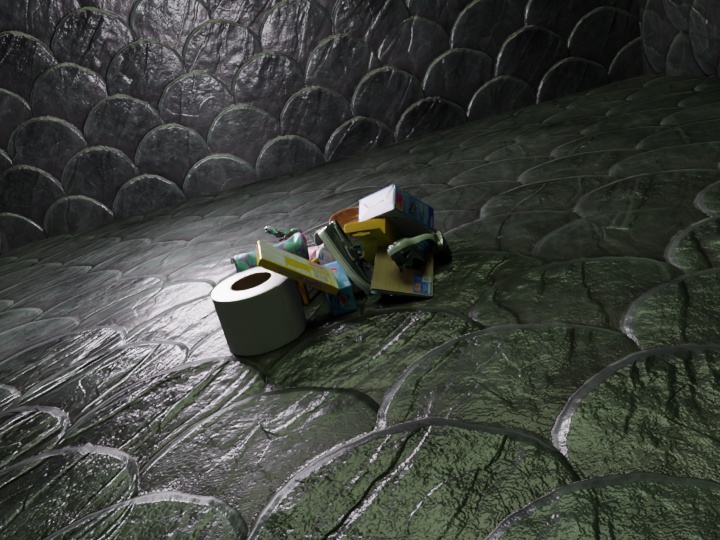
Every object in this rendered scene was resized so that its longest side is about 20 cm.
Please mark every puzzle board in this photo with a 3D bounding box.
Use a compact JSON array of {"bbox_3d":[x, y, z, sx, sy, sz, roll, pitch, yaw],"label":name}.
[{"bbox_3d":[0.105,0.003,1.435,0.147,0.018,0.201,7,33,3],"label":"puzzle board"}]

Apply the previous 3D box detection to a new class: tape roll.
[{"bbox_3d":[-0.237,0.088,1.369,0.198,0.142,0.203,-14,20,5],"label":"tape roll"}]

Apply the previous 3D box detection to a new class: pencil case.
[{"bbox_3d":[-0.229,-0.030,1.493,0.196,0.086,0.094,-20,64,-8],"label":"pencil case"},{"bbox_3d":[-0.166,-0.015,1.654,0.196,0.093,0.083,-4,-22,34],"label":"pencil case"}]

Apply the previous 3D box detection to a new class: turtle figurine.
[{"bbox_3d":[-0.237,-0.077,1.783,0.099,0.151,0.201,-17,28,42],"label":"turtle figurine"}]

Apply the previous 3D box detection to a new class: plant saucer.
[{"bbox_3d":[0.006,-0.140,1.705,0.195,0.038,0.201,-5,25,2],"label":"plant saucer"}]

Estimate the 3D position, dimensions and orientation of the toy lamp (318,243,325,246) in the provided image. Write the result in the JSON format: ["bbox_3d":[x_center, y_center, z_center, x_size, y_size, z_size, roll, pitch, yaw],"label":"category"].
[{"bbox_3d":[-0.119,-0.062,1.696,0.198,0.059,0.058,-22,10,45],"label":"toy lamp"}]

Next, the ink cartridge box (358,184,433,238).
[{"bbox_3d":[0.107,-0.141,1.567,0.135,0.198,0.078,-17,58,42],"label":"ink cartridge box"}]

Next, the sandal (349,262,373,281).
[{"bbox_3d":[0.001,0.000,1.567,0.075,0.044,0.198,-29,24,-33],"label":"sandal"}]

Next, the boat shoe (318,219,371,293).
[{"bbox_3d":[-0.022,-0.038,1.460,0.067,0.201,0.072,-38,-5,10],"label":"boat shoe"}]

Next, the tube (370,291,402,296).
[{"bbox_3d":[0.087,0.013,1.472,0.076,0.051,0.201,0,27,17],"label":"tube"}]

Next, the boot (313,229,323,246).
[{"bbox_3d":[-0.032,-0.097,1.758,0.196,0.074,0.144,13,28,30],"label":"boot"}]

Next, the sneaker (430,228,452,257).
[{"bbox_3d":[0.191,-0.068,1.592,0.079,0.075,0.200,-28,16,-1],"label":"sneaker"}]

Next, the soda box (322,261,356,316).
[{"bbox_3d":[-0.060,0.041,1.466,0.063,0.069,0.200,-15,20,-4],"label":"soda box"}]

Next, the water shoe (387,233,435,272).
[{"bbox_3d":[0.133,-0.038,1.439,0.071,0.080,0.198,-29,-9,35],"label":"water shoe"}]

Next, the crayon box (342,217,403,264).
[{"bbox_3d":[0.039,-0.083,1.554,0.124,0.200,0.052,-7,66,25],"label":"crayon box"}]

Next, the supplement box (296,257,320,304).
[{"bbox_3d":[-0.209,0.032,1.569,0.196,0.087,0.110,-4,24,28],"label":"supplement box"}]

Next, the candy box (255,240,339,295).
[{"bbox_3d":[-0.146,-0.005,1.337,0.197,0.027,0.103,22,16,-21],"label":"candy box"}]
